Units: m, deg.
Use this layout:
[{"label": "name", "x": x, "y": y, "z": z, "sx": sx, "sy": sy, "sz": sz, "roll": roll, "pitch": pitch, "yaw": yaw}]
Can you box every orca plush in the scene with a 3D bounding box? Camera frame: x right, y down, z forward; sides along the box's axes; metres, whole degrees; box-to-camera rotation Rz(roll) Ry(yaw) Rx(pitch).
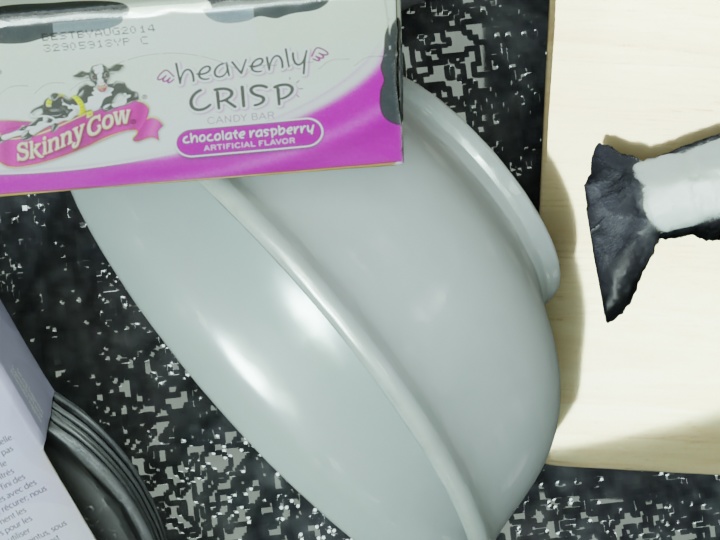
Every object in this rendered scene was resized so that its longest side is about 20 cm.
[{"label": "orca plush", "x": 0.173, "y": -0.009, "z": 0.930, "sx": 0.199, "sy": 0.105, "sz": 0.071, "roll": -16, "pitch": 126, "yaw": 6}]

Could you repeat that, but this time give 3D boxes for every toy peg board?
[{"label": "toy peg board", "x": 0.164, "y": -0.036, "z": 1.018, "sx": 0.199, "sy": 0.098, "sz": 0.201, "roll": 3, "pitch": 97, "yaw": 7}]

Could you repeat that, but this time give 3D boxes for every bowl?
[{"label": "bowl", "x": 0.000, "y": 0.000, "z": 0.953, "sx": 0.090, "sy": 0.201, "sz": 0.201, "roll": -40, "pitch": 86, "yaw": -15}]

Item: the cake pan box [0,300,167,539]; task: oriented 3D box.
[{"label": "cake pan box", "x": -0.157, "y": 0.116, "z": 0.937, "sx": 0.199, "sy": 0.052, "sz": 0.185, "roll": -27, "pitch": 111, "yaw": 8}]

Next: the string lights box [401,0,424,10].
[{"label": "string lights box", "x": -0.054, "y": -0.172, "z": 1.041, "sx": 0.102, "sy": 0.059, "sz": 0.201, "roll": -25, "pitch": 84, "yaw": -7}]

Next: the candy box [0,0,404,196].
[{"label": "candy box", "x": -0.060, "y": -0.101, "z": 0.909, "sx": 0.135, "sy": 0.200, "sz": 0.061, "roll": -4, "pitch": 123, "yaw": -1}]
